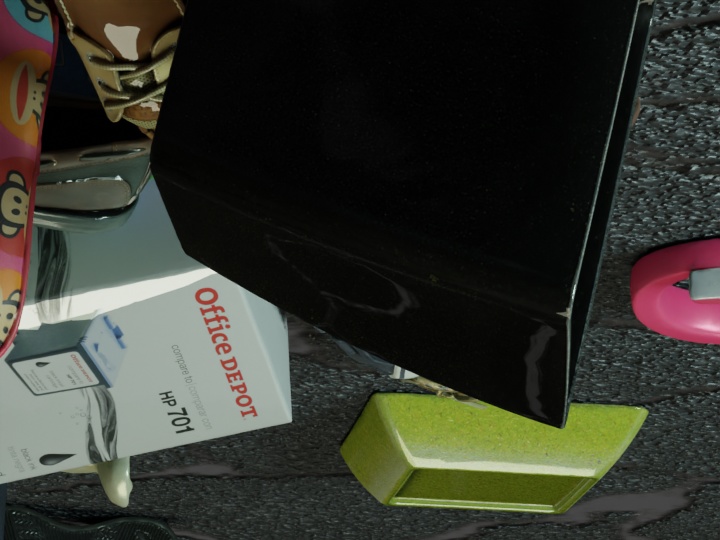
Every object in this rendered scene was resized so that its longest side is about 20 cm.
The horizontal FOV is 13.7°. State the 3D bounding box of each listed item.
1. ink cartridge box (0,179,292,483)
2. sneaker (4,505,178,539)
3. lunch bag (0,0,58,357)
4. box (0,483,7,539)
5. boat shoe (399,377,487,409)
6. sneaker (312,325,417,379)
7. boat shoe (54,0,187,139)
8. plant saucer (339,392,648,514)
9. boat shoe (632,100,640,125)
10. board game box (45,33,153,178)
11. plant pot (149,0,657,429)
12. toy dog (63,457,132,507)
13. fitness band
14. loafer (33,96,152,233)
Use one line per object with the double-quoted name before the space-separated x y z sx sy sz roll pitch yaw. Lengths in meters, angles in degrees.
"ink cartridge box" -0.148 0.028 1.602 0.199 0.086 0.147 -11 139 7
"sneaker" -0.265 0.251 2.572 0.199 0.084 0.121 6 155 -19
"lunch bag" -0.217 -0.059 1.219 0.175 0.201 0.082 21 154 -34
"box" -0.336 0.135 1.933 0.198 0.200 0.123 -3 164 12
"boat shoe" 0.047 0.049 1.840 0.073 0.063 0.200 -3 164 13
"sneaker" 0.000 0.000 1.646 0.079 0.079 0.200 -3 154 -2
"boat shoe" -0.085 -0.099 1.298 0.075 0.074 0.200 -3 164 16
"plant saucer" 0.093 0.138 2.184 0.198 0.048 0.200 3 165 -7
"boat shoe" 0.043 -0.069 1.403 0.199 0.073 0.072 1 157 -30
"board game box" -0.181 -0.080 1.447 0.199 0.037 0.151 10 163 -25
"plant pot" 0.020 -0.067 1.212 0.176 0.201 0.200 11 166 7
"toy dog" -0.234 0.046 1.778 0.198 0.141 0.194 2 -159 -8
"fitness band" 0.255 0.012 1.746 0.199 0.038 0.144 -2 167 17
"loafer" -0.181 -0.063 1.353 0.199 0.072 0.063 4 143 -34
